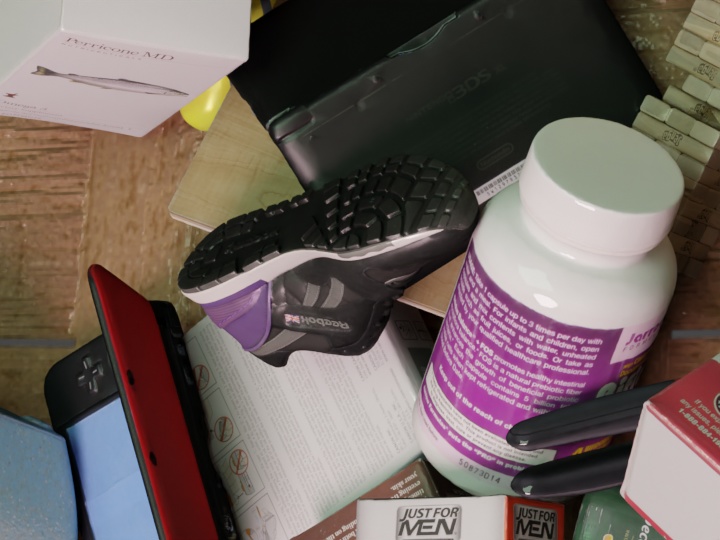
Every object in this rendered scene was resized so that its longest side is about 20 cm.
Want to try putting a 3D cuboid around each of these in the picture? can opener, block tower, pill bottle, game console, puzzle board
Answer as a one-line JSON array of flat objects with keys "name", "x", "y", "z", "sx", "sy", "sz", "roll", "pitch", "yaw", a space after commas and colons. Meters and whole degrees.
[{"name": "can opener", "x": 0.172, "y": 0.081, "z": 1.537, "sx": 0.200, "sy": 0.079, "sz": 0.063, "roll": -4, "pitch": 98, "yaw": -11}, {"name": "block tower", "x": 0.193, "y": -0.091, "z": 1.614, "sx": 0.058, "sy": 0.054, "sz": 0.200, "roll": 32, "pitch": 98, "yaw": 33}, {"name": "pill bottle", "x": 0.104, "y": 0.021, "z": 1.566, "sx": 0.112, "sy": 0.112, "sz": 0.200, "roll": 44, "pitch": 135, "yaw": 30}, {"name": "game console", "x": 0.045, "y": -0.107, "z": 1.691, "sx": 0.200, "sy": 0.116, "sz": 0.176, "roll": -32, "pitch": 94, "yaw": -2}, {"name": "game console", "x": -0.145, "y": 0.119, "z": 1.718, "sx": 0.172, "sy": 0.119, "sz": 0.200, "roll": -31, "pitch": 68, "yaw": 38}, {"name": "puzzle board", "x": 0.009, "y": -0.063, "z": 1.698, "sx": 0.200, "sy": 0.017, "sz": 0.151, "roll": 20, "pitch": 71, "yaw": 19}]

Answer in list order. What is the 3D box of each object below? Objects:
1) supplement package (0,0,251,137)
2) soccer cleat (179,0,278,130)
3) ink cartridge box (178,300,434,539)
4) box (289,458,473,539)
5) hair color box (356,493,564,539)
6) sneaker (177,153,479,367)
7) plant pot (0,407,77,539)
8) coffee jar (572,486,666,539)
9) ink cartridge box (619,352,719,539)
[{"name": "supplement package", "x": -0.149, "y": -0.162, "z": 1.743, "sx": 0.200, "sy": 0.117, "sz": 0.117, "roll": 153, "pitch": 123, "yaw": -65}, {"name": "soccer cleat", "x": -0.068, "y": -0.181, "z": 1.773, "sx": 0.065, "sy": 0.084, "sz": 0.200, "roll": 31, "pitch": 97, "yaw": 32}, {"name": "ink cartridge box", "x": -0.037, "y": 0.085, "z": 1.736, "sx": 0.200, "sy": 0.050, "sz": 0.162, "roll": -42, "pitch": 62, "yaw": 34}, {"name": "box", "x": 0.050, "y": 0.215, "z": 1.631, "sx": 0.100, "sy": 0.075, "sz": 0.200, "roll": -33, "pitch": 63, "yaw": 22}, {"name": "hair color box", "x": 0.050, "y": 0.220, "z": 1.547, "sx": 0.101, "sy": 0.061, "sz": 0.200, "roll": -5, "pitch": 79, "yaw": 37}, {"name": "sneaker", "x": 0.000, "y": 0.000, "z": 1.602, "sx": 0.200, "sy": 0.088, "sz": 0.076, "roll": -15, "pitch": 35, "yaw": 42}, {"name": "plant pot", "x": -0.285, "y": 0.159, "z": 1.768, "sx": 0.196, "sy": 0.196, "sz": 0.200, "roll": 22, "pitch": 87, "yaw": 41}, {"name": "coffee jar", "x": 0.209, "y": 0.171, "z": 1.534, "sx": 0.200, "sy": 0.085, "sz": 0.104, "roll": 10, "pitch": 86, "yaw": 32}, {"name": "ink cartridge box", "x": 0.253, "y": 0.086, "z": 1.456, "sx": 0.145, "sy": 0.200, "sz": 0.083, "roll": 42, "pitch": 147, "yaw": 29}]
